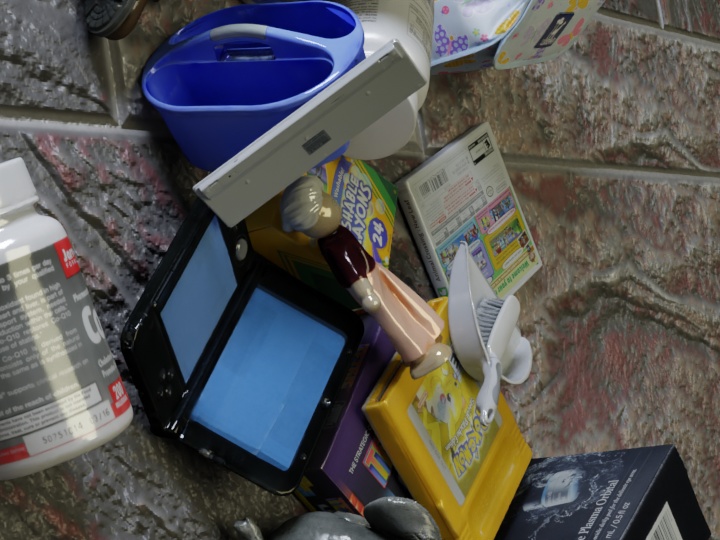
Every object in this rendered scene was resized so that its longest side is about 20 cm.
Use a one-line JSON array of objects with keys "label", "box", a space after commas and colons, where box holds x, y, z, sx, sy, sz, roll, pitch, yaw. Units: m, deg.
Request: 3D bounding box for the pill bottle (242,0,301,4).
[{"label": "pill bottle", "box": [-0.027, -0.316, 1.306, 0.114, 0.199, 0.114, 19, 65, -48]}]

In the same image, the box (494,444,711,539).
[{"label": "box", "box": [0.216, 0.282, 1.446, 0.197, 0.199, 0.118, -44, 115, -49]}]

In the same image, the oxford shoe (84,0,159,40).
[{"label": "oxford shoe", "box": [-0.168, -0.256, 1.211, 0.084, 0.072, 0.201, 50, 45, -34]}]

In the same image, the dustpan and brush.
[{"label": "dustpan and brush", "box": [0.123, 0.076, 1.364, 0.140, 0.057, 0.200, 55, 39, -28]}]

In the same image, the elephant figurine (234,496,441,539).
[{"label": "elephant figurine", "box": [0.028, 0.250, 1.180, 0.155, 0.199, 0.142, -15, 94, -51]}]

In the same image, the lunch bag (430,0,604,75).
[{"label": "lunch bag", "box": [0.149, -0.275, 1.525, 0.169, 0.199, 0.128, -17, 93, -54]}]

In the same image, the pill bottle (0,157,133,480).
[{"label": "pill bottle", "box": [-0.242, 0.031, 0.992, 0.114, 0.114, 0.201, -30, 104, -52]}]

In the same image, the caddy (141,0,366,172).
[{"label": "caddy", "box": [-0.084, -0.162, 1.200, 0.105, 0.199, 0.142, 66, 36, -42]}]

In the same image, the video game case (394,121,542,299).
[{"label": "video game case", "box": [0.121, -0.047, 1.570, 0.200, 0.022, 0.183, -39, 110, -51]}]

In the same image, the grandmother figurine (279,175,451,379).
[{"label": "grandmother figurine", "box": [0.000, 0.000, 1.258, 0.061, 0.121, 0.200, -40, 107, -6]}]

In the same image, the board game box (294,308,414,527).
[{"label": "board game box", "box": [0.021, 0.160, 1.348, 0.166, 0.057, 0.200, 53, 43, -31]}]

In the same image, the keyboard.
[{"label": "keyboard", "box": [-0.039, -0.107, 1.141, 0.056, 0.200, 0.011, 46, 11, -50]}]

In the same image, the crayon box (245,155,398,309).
[{"label": "crayon box", "box": [-0.047, -0.061, 1.328, 0.200, 0.051, 0.126, 33, 55, -42]}]

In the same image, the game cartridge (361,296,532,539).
[{"label": "game cartridge", "box": [0.089, 0.153, 1.366, 0.200, 0.032, 0.176, 59, 37, -20]}]

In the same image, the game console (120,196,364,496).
[{"label": "game console", "box": [-0.089, 0.048, 1.177, 0.176, 0.116, 0.200, 78, 27, -45]}]

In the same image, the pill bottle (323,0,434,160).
[{"label": "pill bottle", "box": [0.010, -0.202, 1.357, 0.113, 0.113, 0.201, 50, 30, -32]}]
